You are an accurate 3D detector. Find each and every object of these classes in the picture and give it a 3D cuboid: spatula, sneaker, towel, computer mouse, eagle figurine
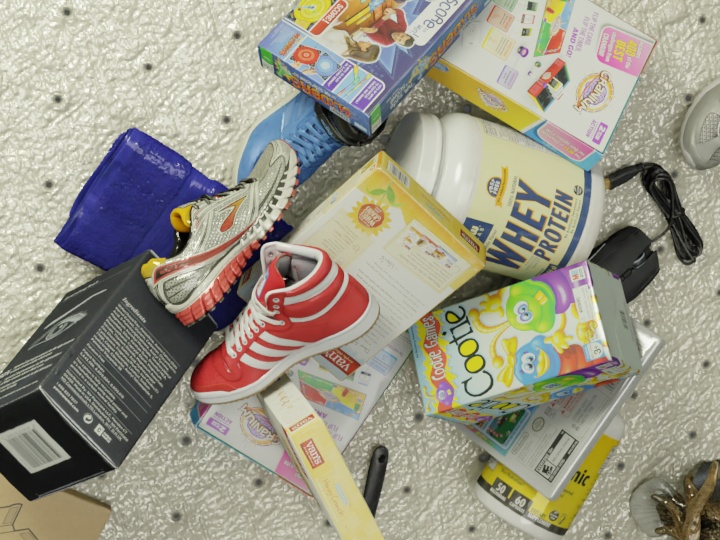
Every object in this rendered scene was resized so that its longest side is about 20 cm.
[{"bbox_3d":[0.007,0.285,1.572,0.056,0.021,0.201,3,100,-28],"label":"spatula"},{"bbox_3d":[0.423,-0.182,1.545,0.200,0.082,0.075,-43,109,-2],"label":"sneaker"},{"bbox_3d":[-0.181,-0.039,1.429,0.200,0.050,0.148,32,114,-20],"label":"towel"},{"bbox_3d":[-0.043,-0.136,1.415,0.200,0.111,0.077,-44,109,-1],"label":"sneaker"},{"bbox_3d":[0.273,-0.027,1.559,0.199,0.046,0.141,-28,109,-7],"label":"computer mouse"},{"bbox_3d":[-0.126,-0.048,1.346,0.082,0.078,0.200,40,66,-12],"label":"sneaker"},{"bbox_3d":[0.422,0.287,1.646,0.199,0.152,0.152,2,148,-45],"label":"eagle figurine"},{"bbox_3d":[-0.093,0.045,1.339,0.199,0.071,0.113,-28,132,14],"label":"sneaker"}]

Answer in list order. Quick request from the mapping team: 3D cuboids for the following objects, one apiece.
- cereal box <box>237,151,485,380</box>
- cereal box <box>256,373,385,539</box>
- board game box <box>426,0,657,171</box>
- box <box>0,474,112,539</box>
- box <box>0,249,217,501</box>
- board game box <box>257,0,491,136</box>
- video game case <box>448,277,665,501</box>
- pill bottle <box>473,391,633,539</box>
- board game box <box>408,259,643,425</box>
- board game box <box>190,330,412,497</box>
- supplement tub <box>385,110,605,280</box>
[{"bbox_3d":[0.000,0.000,1.389,0.144,0.040,0.200,42,117,-19],"label":"cereal box"},{"bbox_3d":[-0.044,0.176,1.380,0.039,0.200,0.144,-29,107,-7],"label":"cereal box"},{"bbox_3d":[0.175,-0.212,1.433,0.199,0.040,0.153,31,66,-3],"label":"board game box"},{"bbox_3d":[-0.376,0.276,1.468,0.199,0.021,0.164,25,95,-19],"label":"box"},{"bbox_3d":[-0.249,0.096,1.346,0.104,0.148,0.200,50,45,-17],"label":"box"},{"bbox_3d":[0.017,-0.237,1.376,0.135,0.035,0.200,35,69,19],"label":"board game box"},{"bbox_3d":[0.188,0.106,1.513,0.200,0.182,0.024,-55,150,3],"label":"video game case"},{"bbox_3d":[0.214,0.181,1.557,0.111,0.111,0.201,28,93,-19],"label":"pill bottle"},{"bbox_3d":[0.163,0.076,1.451,0.199,0.103,0.105,-20,71,25],"label":"board game box"},{"bbox_3d":[-0.057,0.110,1.498,0.153,0.040,0.200,34,92,-19],"label":"board game box"},{"bbox_3d":[0.128,-0.074,1.458,0.199,0.145,0.146,14,98,-18],"label":"supplement tub"}]
